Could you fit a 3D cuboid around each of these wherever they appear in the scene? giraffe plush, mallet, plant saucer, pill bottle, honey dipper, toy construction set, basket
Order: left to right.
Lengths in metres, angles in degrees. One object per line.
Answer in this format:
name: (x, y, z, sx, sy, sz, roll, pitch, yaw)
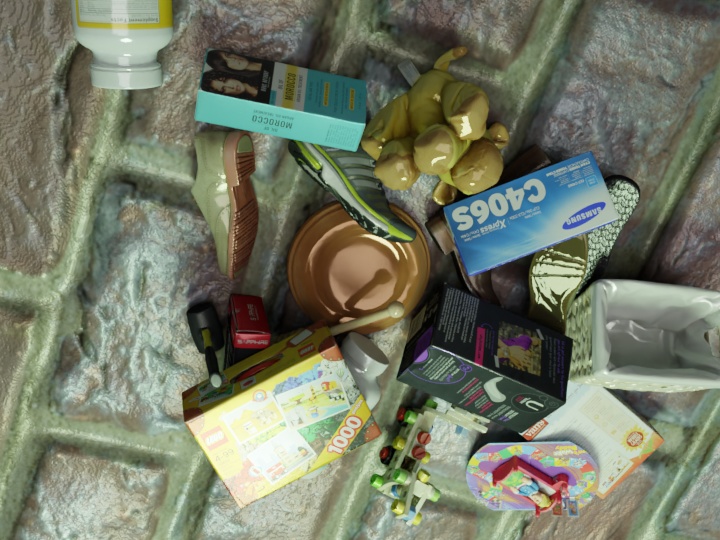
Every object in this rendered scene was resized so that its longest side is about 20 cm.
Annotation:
pill bottle: (-0.270, -0.312, 0.936, 0.112, 0.112, 0.200, -1, 111, -8)
mallet: (-0.190, 0.109, 1.061, 0.041, 0.200, 0.066, -17, 117, -9)
pill bottle: (-0.047, 0.183, 1.154, 0.111, 0.111, 0.200, 33, 103, -18)
honey dipper: (-0.029, 0.080, 1.116, 0.200, 0.038, 0.038, -19, 114, 26)
plant saucer: (0.000, 0.000, 1.132, 0.200, 0.037, 0.200, -3, 111, -7)
toy construction set: (0.089, 0.257, 1.178, 0.092, 0.131, 0.200, 45, 73, -14)
giraffe plush: (0.111, -0.156, 1.032, 0.172, 0.200, 0.162, -25, 131, 26)
basket: (0.396, 0.098, 1.154, 0.200, 0.123, 0.136, 6, 72, -9)

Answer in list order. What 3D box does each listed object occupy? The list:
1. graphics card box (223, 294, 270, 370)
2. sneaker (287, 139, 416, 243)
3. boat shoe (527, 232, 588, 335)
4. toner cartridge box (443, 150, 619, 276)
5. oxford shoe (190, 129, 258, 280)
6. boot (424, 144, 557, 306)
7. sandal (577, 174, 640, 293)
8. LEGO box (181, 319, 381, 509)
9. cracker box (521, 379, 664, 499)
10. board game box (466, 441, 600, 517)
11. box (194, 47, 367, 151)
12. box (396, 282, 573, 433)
graphics card box: (-0.157, 0.147, 1.117, 0.051, 0.125, 0.200, 3, 109, -14)
sneaker: (0.004, -0.114, 1.054, 0.200, 0.074, 0.081, 45, 83, -5)
boat shoe: (0.269, 0.015, 1.142, 0.073, 0.063, 0.201, 9, 120, 13)
toner cartridge box: (0.215, -0.071, 1.062, 0.200, 0.043, 0.095, -21, 84, 5)
oxford shoe: (-0.177, -0.085, 1.070, 0.074, 0.071, 0.200, 9, 112, 15)
boot: (0.214, -0.051, 1.134, 0.200, 0.064, 0.186, -34, 113, 1)
sandal: (0.319, -0.047, 1.146, 0.075, 0.045, 0.200, 26, 121, -1)
LEGO box: (-0.097, 0.178, 1.032, 0.200, 0.077, 0.149, -28, 115, -4)
cracker box: (0.341, 0.237, 1.257, 0.200, 0.058, 0.134, 39, 101, -20)
board game box: (0.258, 0.325, 1.248, 0.200, 0.039, 0.158, -4, 126, 12)
box: (-0.094, -0.207, 1.008, 0.200, 0.082, 0.049, 10, 142, -10)
box: (0.169, 0.121, 1.127, 0.200, 0.106, 0.122, 25, 144, -9)
